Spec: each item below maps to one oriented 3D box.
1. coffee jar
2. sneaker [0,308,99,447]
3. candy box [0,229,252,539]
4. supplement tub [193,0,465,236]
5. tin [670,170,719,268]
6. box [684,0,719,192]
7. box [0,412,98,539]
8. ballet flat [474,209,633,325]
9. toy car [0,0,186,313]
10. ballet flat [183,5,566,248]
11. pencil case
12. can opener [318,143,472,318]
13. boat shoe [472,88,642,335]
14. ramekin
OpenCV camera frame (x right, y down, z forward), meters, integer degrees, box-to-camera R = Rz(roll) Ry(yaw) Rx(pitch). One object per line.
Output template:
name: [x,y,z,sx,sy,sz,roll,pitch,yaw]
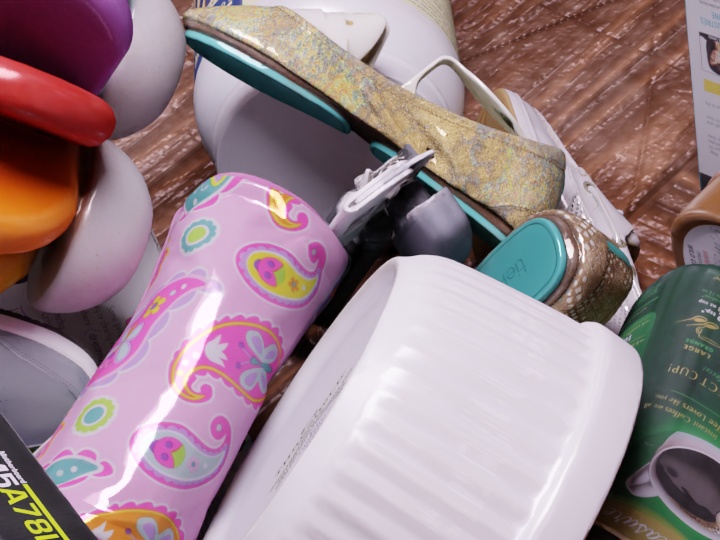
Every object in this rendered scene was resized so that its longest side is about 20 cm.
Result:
coffee jar: [0.132,0.098,0.916,0.104,0.085,0.200,36,52,-3]
sneaker: [-0.208,0.065,0.904,0.199,0.084,0.121,5,27,-12]
candy box: [-0.162,0.086,1.027,0.200,0.072,0.168,-21,43,-8]
supplement tub: [-0.019,-0.120,1.160,0.145,0.145,0.200,-10,41,4]
tin: [0.224,0.024,0.968,0.042,0.112,0.200,-44,49,-18]
box: [0.208,-0.106,1.045,0.082,0.200,0.049,26,54,36]
box: [-0.146,0.180,0.832,0.047,0.200,0.193,-1,29,-35]
ballet flat: [0.052,0.043,0.994,0.200,0.065,0.071,-36,54,38]
toy car: [-0.159,-0.088,0.927,0.175,0.150,0.200,19,64,-19]
ballet flat: [0.011,-0.084,1.017,0.200,0.071,0.071,33,52,-1]
pencil case: [-0.082,0.053,0.926,0.087,0.088,0.200,14,58,27]
can opener: [0.000,0.000,1.018,0.053,0.200,0.067,-36,82,-24]
boat shoe: [0.106,-0.008,1.068,0.069,0.071,0.200,3,50,-22]
ramekin: [0.016,0.087,0.868,0.105,0.200,0.200,33,49,-7]
